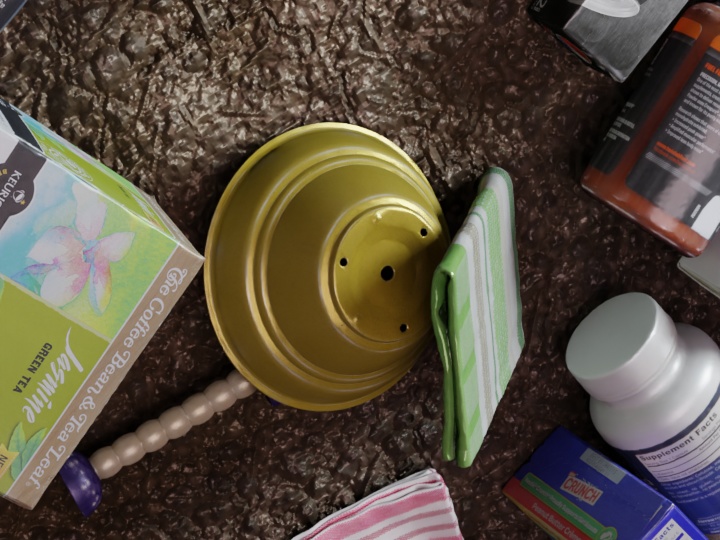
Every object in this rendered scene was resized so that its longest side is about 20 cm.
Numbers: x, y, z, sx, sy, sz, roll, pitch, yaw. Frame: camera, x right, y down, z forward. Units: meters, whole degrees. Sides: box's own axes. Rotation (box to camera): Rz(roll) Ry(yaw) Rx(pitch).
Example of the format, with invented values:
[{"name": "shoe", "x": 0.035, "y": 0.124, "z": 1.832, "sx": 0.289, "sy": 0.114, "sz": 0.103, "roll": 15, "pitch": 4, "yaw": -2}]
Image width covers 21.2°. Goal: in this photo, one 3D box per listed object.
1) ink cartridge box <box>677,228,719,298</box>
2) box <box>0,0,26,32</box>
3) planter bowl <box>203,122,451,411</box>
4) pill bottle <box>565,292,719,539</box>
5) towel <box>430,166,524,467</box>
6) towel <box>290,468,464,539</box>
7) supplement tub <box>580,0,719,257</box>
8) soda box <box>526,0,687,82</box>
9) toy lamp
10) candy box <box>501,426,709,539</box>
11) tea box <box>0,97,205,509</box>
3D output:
[{"name": "ink cartridge box", "x": 0.353, "y": -0.013, "z": 1.452, "sx": 0.200, "sy": 0.084, "sz": 0.145, "roll": 27, "pitch": 97, "yaw": -42}, {"name": "box", "x": -0.268, "y": -0.189, "z": 1.105, "sx": 0.123, "sy": 0.200, "sz": 0.199, "roll": 39, "pitch": 93, "yaw": -28}, {"name": "planter bowl", "x": 0.000, "y": 0.000, "z": 1.310, "sx": 0.199, "sy": 0.083, "sz": 0.202, "roll": -2, "pitch": 94, "yaw": -32}, {"name": "pill bottle", "x": 0.244, "y": 0.111, "z": 1.461, "sx": 0.111, "sy": 0.111, "sz": 0.200, "roll": -44, "pitch": 118, "yaw": -1}, {"name": "towel", "x": 0.078, "y": 0.027, "z": 1.332, "sx": 0.030, "sy": 0.200, "sz": 0.150, "roll": 0, "pitch": 111, "yaw": 16}, {"name": "towel", "x": 0.028, "y": 0.261, "z": 1.477, "sx": 0.146, "sy": 0.030, "sz": 0.201, "roll": -26, "pitch": 116, "yaw": -10}, {"name": "supplement tub", "x": 0.251, "y": -0.117, "z": 1.385, "sx": 0.107, "sy": 0.107, "sz": 0.201, "roll": 29, "pitch": 97, "yaw": -27}, {"name": "soda box", "x": 0.211, "y": -0.234, "z": 1.351, "sx": 0.071, "sy": 0.063, "sz": 0.200, "roll": 37, "pitch": 92, "yaw": -28}, {"name": "toy lamp", "x": -0.119, "y": 0.098, "z": 1.347, "sx": 0.199, "sy": 0.058, "sz": 0.058, "roll": -31, "pitch": 117, "yaw": -9}, {"name": "candy box", "x": 0.225, "y": 0.226, "z": 1.463, "sx": 0.077, "sy": 0.169, "sz": 0.200, "roll": -47, "pitch": 117, "yaw": -4}, {"name": "tea box", "x": -0.243, "y": 0.006, "z": 1.221, "sx": 0.196, "sy": 0.134, "sz": 0.200, "roll": 32, "pitch": 95, "yaw": -28}]
